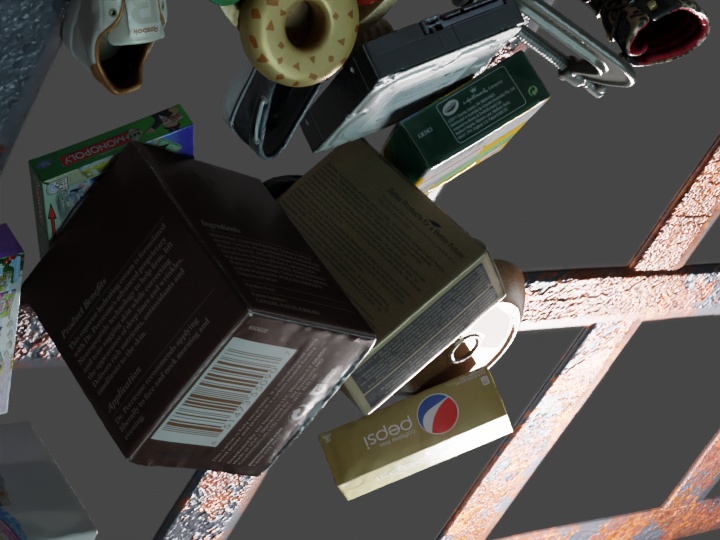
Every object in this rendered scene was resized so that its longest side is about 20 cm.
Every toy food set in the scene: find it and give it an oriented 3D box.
[{"bbox_3d":[-0.030,-0.249,1.323,0.200,0.049,0.198,-39,131,-9],"label":"toy food set"}]

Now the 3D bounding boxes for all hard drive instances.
[{"bbox_3d":[0.039,-0.160,1.476,0.139,0.038,0.200,-24,174,-21],"label":"hard drive"}]

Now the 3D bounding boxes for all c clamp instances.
[{"bbox_3d":[0.149,-0.197,1.515,0.200,0.171,0.027,32,87,-31],"label":"c clamp"}]

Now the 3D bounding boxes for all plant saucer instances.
[{"bbox_3d":[0.103,0.073,1.928,0.200,0.037,0.201,-25,146,-19],"label":"plant saucer"}]

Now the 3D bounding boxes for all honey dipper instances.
[{"bbox_3d":[0.058,-0.203,1.534,0.200,0.038,0.038,-14,141,-40],"label":"honey dipper"}]

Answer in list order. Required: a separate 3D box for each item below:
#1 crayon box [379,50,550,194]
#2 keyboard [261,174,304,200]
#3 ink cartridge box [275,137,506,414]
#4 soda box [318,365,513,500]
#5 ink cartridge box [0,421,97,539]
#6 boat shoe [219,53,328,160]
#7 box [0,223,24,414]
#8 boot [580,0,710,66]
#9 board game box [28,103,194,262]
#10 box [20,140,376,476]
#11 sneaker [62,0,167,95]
[{"bbox_3d":[0.083,-0.120,1.592,0.125,0.052,0.200,-31,176,-11],"label":"crayon box"},{"bbox_3d":[-0.079,0.001,1.643,0.127,0.021,0.200,6,120,-42],"label":"keyboard"},{"bbox_3d":[0.000,0.000,1.536,0.165,0.200,0.075,-39,140,-8],"label":"ink cartridge box"},{"bbox_3d":[0.060,0.176,1.938,0.199,0.064,0.068,-23,156,1],"label":"soda box"},{"bbox_3d":[-0.363,0.238,1.564,0.200,0.145,0.146,-2,133,-43],"label":"ink cartridge box"},{"bbox_3d":[-0.046,-0.177,1.426,0.072,0.068,0.200,0,131,-45],"label":"boat shoe"},{"bbox_3d":[-0.348,0.059,1.451,0.136,0.039,0.200,-17,143,-31],"label":"box"},{"bbox_3d":[0.190,-0.241,1.503,0.200,0.151,0.073,-2,134,-42],"label":"boot"},{"bbox_3d":[-0.201,-0.038,1.486,0.134,0.029,0.200,-23,145,-21],"label":"board game box"},{"bbox_3d":[-0.130,0.033,1.430,0.166,0.200,0.164,-49,146,20],"label":"box"},{"bbox_3d":[-0.157,-0.212,1.257,0.073,0.085,0.200,-15,140,-30],"label":"sneaker"}]
